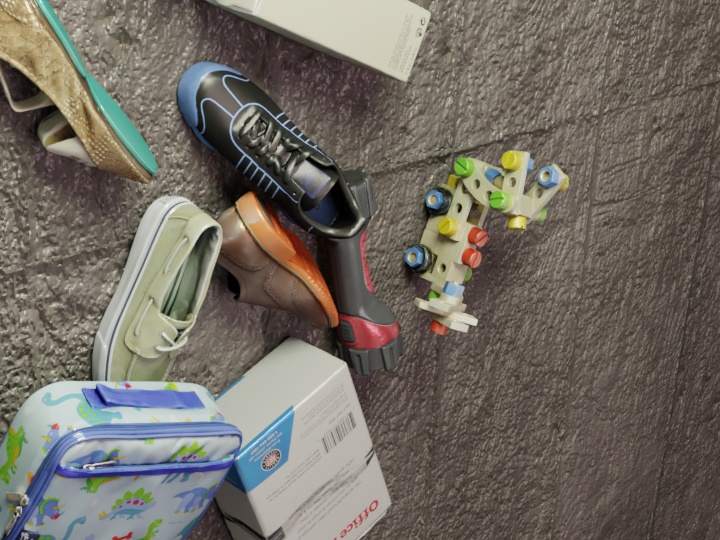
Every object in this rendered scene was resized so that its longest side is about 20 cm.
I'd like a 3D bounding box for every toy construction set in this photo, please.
[{"bbox_3d":[0.112,-0.029,1.395,0.092,0.131,0.201,34,83,-49],"label":"toy construction set"}]

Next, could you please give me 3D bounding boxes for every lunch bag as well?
[{"bbox_3d":[-0.204,0.165,1.155,0.200,0.082,0.161,7,123,-48],"label":"lunch bag"}]

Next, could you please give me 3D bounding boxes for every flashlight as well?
[{"bbox_3d":[0.000,0.000,1.344,0.068,0.068,0.201,-8,117,-3],"label":"flashlight"}]

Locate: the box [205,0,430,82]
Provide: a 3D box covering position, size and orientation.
[{"bbox_3d":[-0.036,-0.223,1.181,0.200,0.082,0.069,15,98,-51],"label":"box"}]

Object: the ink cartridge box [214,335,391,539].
[{"bbox_3d":[-0.065,0.189,1.346,0.144,0.084,0.201,-39,132,-27],"label":"ink cartridge box"}]

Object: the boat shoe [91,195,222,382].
[{"bbox_3d":[-0.170,0.038,1.175,0.072,0.062,0.201,3,108,-48],"label":"boat shoe"}]

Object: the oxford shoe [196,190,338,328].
[{"bbox_3d":[-0.081,0.003,1.268,0.073,0.071,0.200,-32,140,5],"label":"oxford shoe"}]

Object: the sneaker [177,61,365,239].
[{"bbox_3d":[-0.068,-0.099,1.187,0.200,0.078,0.070,44,77,-35],"label":"sneaker"}]

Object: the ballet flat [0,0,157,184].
[{"bbox_3d":[-0.223,-0.128,1.050,0.065,0.071,0.200,-30,131,1],"label":"ballet flat"}]
